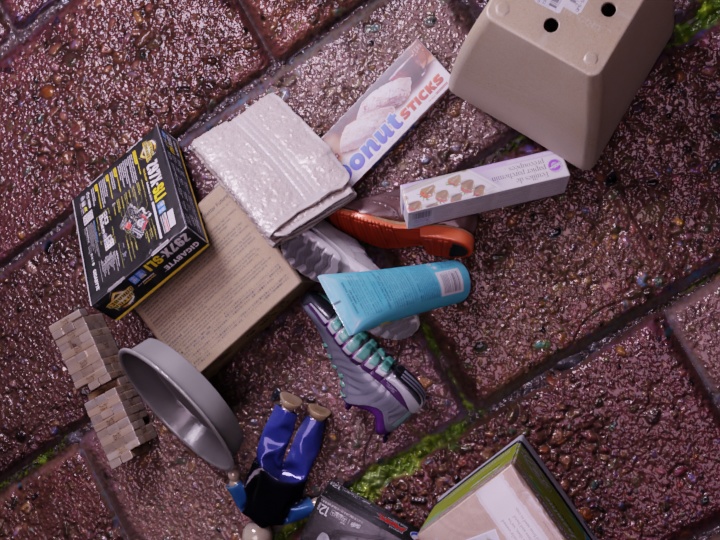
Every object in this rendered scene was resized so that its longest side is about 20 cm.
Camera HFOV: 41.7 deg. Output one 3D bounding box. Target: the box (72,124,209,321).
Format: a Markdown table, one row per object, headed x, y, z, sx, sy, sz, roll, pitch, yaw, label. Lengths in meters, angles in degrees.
| x | y | z | sx | sy | sz | roll | pitch | yaw | label |
| --- | --- | --- | --- | --- | --- | --- | --- | --- | --- |
| -0.278 | -0.062 | 1.175 | 0.159 | 0.049 | 0.202 | -36 | 48 | 12 | box |

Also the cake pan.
| x | y | z | sx | sy | sz | roll | pitch | yaw | label |
| --- | --- | --- | --- | --- | --- | --- | --- | --- | --- |
| -0.215 | 0.161 | 1.155 | 0.200 | 0.201 | 0.037 | 41 | 64 | 11 | cake pan |

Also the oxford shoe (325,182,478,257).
| x | y | z | sx | sy | sz | roll | pitch | yaw | label |
| --- | --- | --- | --- | --- | --- | --- | --- | --- | --- |
| 0.047 | -0.070 | 1.148 | 0.195 | 0.071 | 0.074 | 12 | 71 | 11 | oxford shoe |

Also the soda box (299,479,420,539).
| x | y | z | sx | sy | sz | roll | pitch | yaw | label |
| --- | --- | --- | --- | --- | --- | --- | --- | --- | --- |
| 0.030 | 0.333 | 1.134 | 0.197 | 0.071 | 0.064 | 27 | 97 | 6 | soda box |

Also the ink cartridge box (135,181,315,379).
| x | y | z | sx | sy | sz | roll | pitch | yaw | label |
| --- | --- | --- | --- | --- | --- | --- | --- | --- | --- |
| -0.181 | 0.014 | 1.191 | 0.199 | 0.075 | 0.166 | -40 | 80 | 11 | ink cartridge box |

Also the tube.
| x | y | z | sx | sy | sz | roll | pitch | yaw | label |
| --- | --- | --- | --- | --- | --- | --- | --- | --- | --- |
| 0.044 | 0.025 | 1.077 | 0.078 | 0.197 | 0.051 | 55 | 132 | 26 | tube |

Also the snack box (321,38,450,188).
| x | y | z | sx | sy | sz | roll | pitch | yaw | label |
| --- | --- | --- | --- | --- | --- | --- | --- | --- | --- |
| 0.025 | -0.186 | 1.165 | 0.200 | 0.024 | 0.072 | -45 | 82 | 10 | snack box |

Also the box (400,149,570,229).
| x | y | z | sx | sy | sz | roll | pitch | yaw | label |
| --- | --- | --- | --- | --- | --- | --- | --- | --- | --- |
| 0.142 | -0.094 | 1.094 | 0.195 | 0.042 | 0.039 | -14 | 64 | -4 | box |

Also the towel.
| x | y | z | sx | sy | sz | roll | pitch | yaw | label |
| --- | --- | --- | --- | --- | --- | --- | --- | --- | --- |
| -0.106 | -0.125 | 1.137 | 0.131 | 0.035 | 0.200 | -33 | 60 | -18 | towel |

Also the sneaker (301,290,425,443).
| x | y | z | sx | sy | sz | roll | pitch | yaw | label |
| --- | --- | --- | --- | --- | --- | --- | --- | --- | --- |
| -0.015 | 0.118 | 1.154 | 0.200 | 0.074 | 0.088 | 45 | 105 | 9 | sneaker |

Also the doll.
| x | y | z | sx | sy | sz | roll | pitch | yaw | label |
| --- | --- | --- | --- | --- | --- | --- | --- | --- | --- |
| -0.099 | 0.262 | 1.184 | 0.134 | 0.048 | 0.204 | 21 | 97 | -9 | doll |

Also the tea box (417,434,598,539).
| x | y | z | sx | sy | sz | roll | pitch | yaw | label |
| --- | --- | --- | --- | --- | --- | --- | --- | --- | --- |
| 0.182 | 0.314 | 1.041 | 0.133 | 0.196 | 0.202 | -38 | 83 | 11 | tea box |

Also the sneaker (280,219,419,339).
| x | y | z | sx | sy | sz | roll | pitch | yaw | label |
| --- | --- | --- | --- | --- | --- | --- | --- | --- | --- |
| 0.000 | 0.000 | 1.148 | 0.199 | 0.082 | 0.075 | 42 | 128 | -8 | sneaker |

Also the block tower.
| x | y | z | sx | sy | sz | roll | pitch | yaw | label |
| --- | --- | --- | --- | --- | --- | --- | --- | --- | --- |
| -0.335 | 0.151 | 1.241 | 0.053 | 0.058 | 0.203 | -27 | 86 | 12 | block tower |

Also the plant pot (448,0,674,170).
| x | y | z | sx | sy | sz | roll | pitch | yaw | label |
| --- | --- | --- | --- | --- | --- | --- | --- | --- | --- |
| 0.222 | -0.263 | 1.020 | 0.198 | 0.177 | 0.202 | 32 | 86 | 11 | plant pot |
